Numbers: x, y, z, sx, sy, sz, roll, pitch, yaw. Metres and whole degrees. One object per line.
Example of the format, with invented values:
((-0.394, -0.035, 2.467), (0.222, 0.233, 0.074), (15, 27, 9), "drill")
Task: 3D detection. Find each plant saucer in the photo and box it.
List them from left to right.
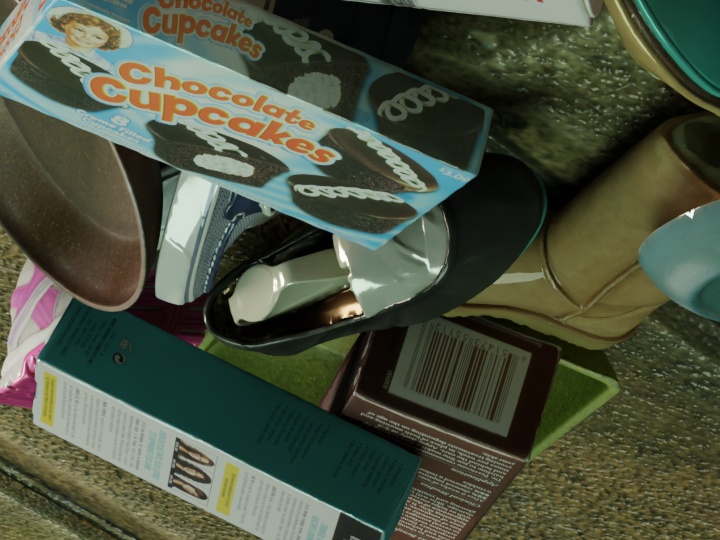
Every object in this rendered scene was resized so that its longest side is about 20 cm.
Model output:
((-0.153, -0.075, 1.432), (0.200, 0.037, 0.201), (43, 152, 29), "plant saucer")
((0.024, 0.039, 1.618), (0.199, 0.048, 0.200), (23, 153, -10), "plant saucer")
((0.227, -0.007, 1.339), (0.199, 0.028, 0.200), (-5, 164, -1), "plant saucer")

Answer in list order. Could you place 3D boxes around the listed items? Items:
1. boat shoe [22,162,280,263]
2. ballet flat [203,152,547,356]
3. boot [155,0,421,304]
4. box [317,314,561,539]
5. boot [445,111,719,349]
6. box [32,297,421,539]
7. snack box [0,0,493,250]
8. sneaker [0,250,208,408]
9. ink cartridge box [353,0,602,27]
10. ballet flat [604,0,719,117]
((-0.114, -0.052, 1.515), (0.200, 0.070, 0.072), (-14, 130, 40), "boat shoe")
((0.000, 0.000, 1.410), (0.200, 0.068, 0.068), (-27, 165, 39), "ballet flat")
((-0.037, -0.053, 1.394), (0.090, 0.073, 0.201), (16, 131, -4), "boot")
((0.030, 0.089, 1.575), (0.100, 0.075, 0.200), (22, 152, -5), "box")
((0.109, -0.031, 1.419), (0.174, 0.066, 0.200), (13, 157, -20), "boot")
((-0.071, 0.088, 1.522), (0.199, 0.049, 0.082), (26, 153, 5), "box")
((-0.055, -0.075, 1.286), (0.199, 0.037, 0.116), (22, 156, -16), "snack box")
((-0.147, 0.012, 1.624), (0.081, 0.089, 0.200), (11, 156, -31), "sneaker")
((-0.002, -0.178, 1.169), (0.199, 0.083, 0.147), (8, 153, 19), "ink cartridge box")
((0.159, -0.088, 1.269), (0.200, 0.069, 0.063), (34, 157, -29), "ballet flat")
